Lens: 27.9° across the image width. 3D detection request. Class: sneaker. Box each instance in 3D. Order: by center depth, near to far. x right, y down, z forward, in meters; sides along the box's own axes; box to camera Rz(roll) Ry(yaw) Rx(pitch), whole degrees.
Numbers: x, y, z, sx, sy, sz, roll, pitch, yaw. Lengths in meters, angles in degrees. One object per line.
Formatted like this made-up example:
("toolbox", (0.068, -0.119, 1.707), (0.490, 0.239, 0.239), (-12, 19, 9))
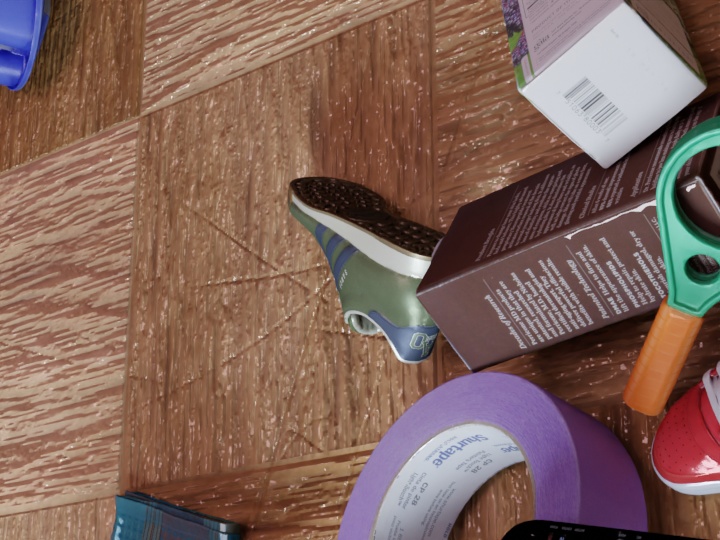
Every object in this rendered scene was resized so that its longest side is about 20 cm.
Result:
("sneaker", (0.218, 0.053, 0.768), (0.200, 0.112, 0.072), (-37, 55, 28))
("sneaker", (0.000, 0.000, 1.015), (0.200, 0.067, 0.091), (34, 123, 57))

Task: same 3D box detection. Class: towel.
("towel", (-0.160, 0.278, 1.102), (0.146, 0.022, 0.202), (5, 80, 44))

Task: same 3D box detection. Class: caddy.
("caddy", (-0.353, -0.272, 1.409), (0.142, 0.104, 0.202), (-50, 44, 50))

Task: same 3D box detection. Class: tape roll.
("tape roll", (0.073, 0.165, 0.866), (0.199, 0.065, 0.202), (-31, 44, 37))

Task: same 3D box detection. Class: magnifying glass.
("magnifying glass", (0.184, 0.002, 0.784), (0.079, 0.022, 0.201), (21, 129, 9))

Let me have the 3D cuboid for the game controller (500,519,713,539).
("game controller", (0.117, 0.175, 0.691), (0.199, 0.042, 0.105), (-8, 67, 58))

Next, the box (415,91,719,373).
("box", (0.139, -0.019, 0.864), (0.199, 0.075, 0.100), (-21, 24, 35))

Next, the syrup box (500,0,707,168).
("syrup box", (0.140, -0.162, 0.886), (0.081, 0.079, 0.201), (-39, 29, 24))
